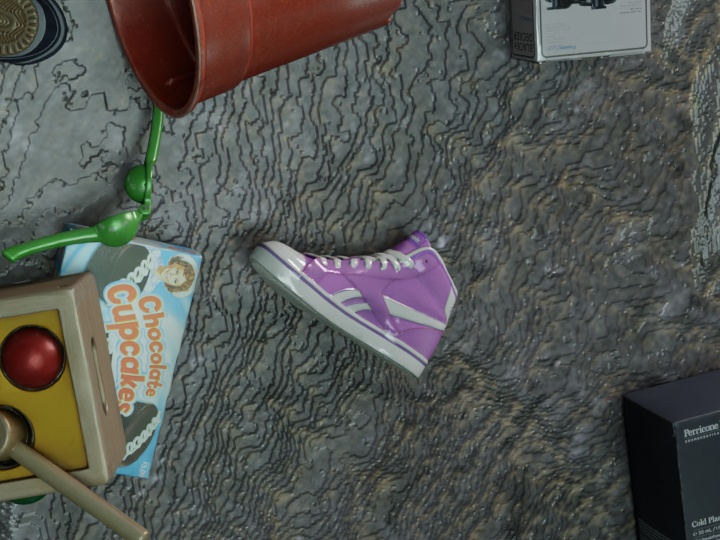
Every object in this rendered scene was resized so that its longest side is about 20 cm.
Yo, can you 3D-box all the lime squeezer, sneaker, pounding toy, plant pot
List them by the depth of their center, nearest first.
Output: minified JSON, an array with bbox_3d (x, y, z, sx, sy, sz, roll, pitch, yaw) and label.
[{"bbox_3d":[-0.326,-0.210,1.269,0.200,0.108,0.070,19,98,9],"label":"sneaker"},{"bbox_3d":[-0.264,0.116,1.271,0.184,0.142,0.201,-10,97,1],"label":"pounding toy"},{"bbox_3d":[-0.083,-0.242,1.283,0.195,0.201,0.201,-18,106,-23],"label":"plant pot"},{"bbox_3d":[-0.199,-0.065,1.325,0.071,0.038,0.200,33,71,13],"label":"lime squeezer"},{"bbox_3d":[0.000,0.000,1.420,0.200,0.073,0.114,32,85,-32],"label":"sneaker"}]

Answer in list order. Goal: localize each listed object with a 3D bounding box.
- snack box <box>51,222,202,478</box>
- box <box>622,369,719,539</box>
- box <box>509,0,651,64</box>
[{"bbox_3d":[-0.214,0.069,1.372,0.116,0.037,0.201,12,97,-20],"label":"snack box"},{"bbox_3d":[0.371,0.194,1.563,0.199,0.104,0.183,-12,105,-17],"label":"box"},{"bbox_3d":[0.191,-0.287,1.428,0.116,0.060,0.201,-9,103,-17],"label":"box"}]
